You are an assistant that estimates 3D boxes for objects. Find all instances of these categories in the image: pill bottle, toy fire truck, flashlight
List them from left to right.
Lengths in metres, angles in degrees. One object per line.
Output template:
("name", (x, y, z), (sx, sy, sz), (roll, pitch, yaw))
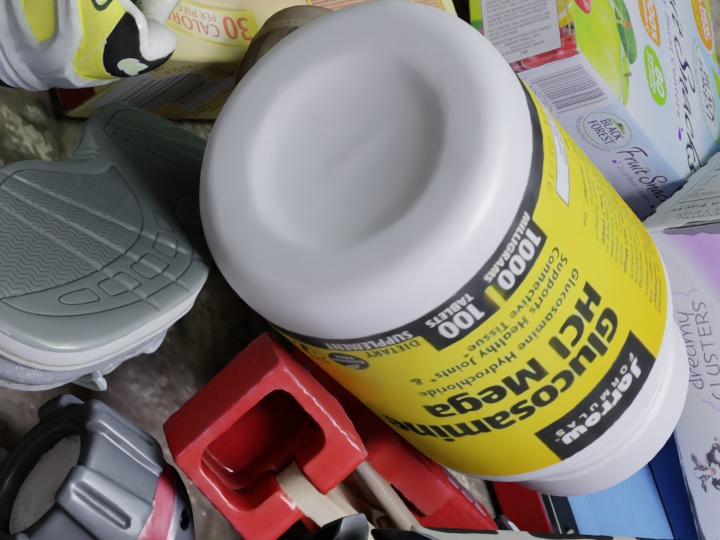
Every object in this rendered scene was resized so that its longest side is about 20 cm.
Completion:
("flashlight", (-0.039, 0.120, 0.922), (0.200, 0.068, 0.068), (39, 39, -28))
("toy fire truck", (0.009, 0.088, 0.957), (0.200, 0.049, 0.141), (46, 5, -22))
("pill bottle", (0.038, 0.003, 0.925), (0.200, 0.112, 0.113), (42, 37, -54))

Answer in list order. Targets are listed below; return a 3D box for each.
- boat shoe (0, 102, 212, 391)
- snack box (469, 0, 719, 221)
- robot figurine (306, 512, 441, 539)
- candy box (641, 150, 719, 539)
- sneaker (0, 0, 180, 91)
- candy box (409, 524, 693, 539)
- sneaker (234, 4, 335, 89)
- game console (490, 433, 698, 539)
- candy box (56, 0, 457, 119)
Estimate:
("boat shoe", (-0.090, 0.001, 0.889), (0.074, 0.065, 0.202), (27, 19, -2))
("snack box", (0.107, -0.103, 1.214), (0.200, 0.053, 0.143), (43, 38, -52))
("robot figurine", (-0.026, 0.157, 0.800), (0.058, 0.199, 0.146), (26, 50, -39))
("candy box", (0.195, 0.030, 1.200), (0.200, 0.071, 0.169), (-38, 117, -60))
("sneaker", (-0.064, -0.148, 0.945), (0.075, 0.076, 0.201), (41, 65, -55))
("candy box", (0.123, 0.139, 0.883), (0.199, 0.061, 0.136), (6, 17, -26))
("sneaker", (0.000, 0.000, 1.026), (0.201, 0.070, 0.076), (60, 36, -32))
("game console", (0.122, 0.108, 1.160), (0.176, 0.031, 0.201), (-2, 70, -51))
("candy box", (-0.047, -0.121, 1.075), (0.199, 0.055, 0.116), (-2, 70, -52))
